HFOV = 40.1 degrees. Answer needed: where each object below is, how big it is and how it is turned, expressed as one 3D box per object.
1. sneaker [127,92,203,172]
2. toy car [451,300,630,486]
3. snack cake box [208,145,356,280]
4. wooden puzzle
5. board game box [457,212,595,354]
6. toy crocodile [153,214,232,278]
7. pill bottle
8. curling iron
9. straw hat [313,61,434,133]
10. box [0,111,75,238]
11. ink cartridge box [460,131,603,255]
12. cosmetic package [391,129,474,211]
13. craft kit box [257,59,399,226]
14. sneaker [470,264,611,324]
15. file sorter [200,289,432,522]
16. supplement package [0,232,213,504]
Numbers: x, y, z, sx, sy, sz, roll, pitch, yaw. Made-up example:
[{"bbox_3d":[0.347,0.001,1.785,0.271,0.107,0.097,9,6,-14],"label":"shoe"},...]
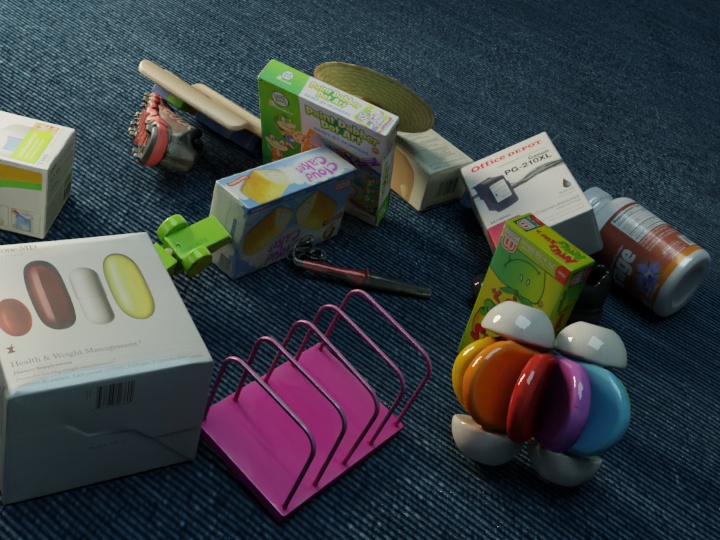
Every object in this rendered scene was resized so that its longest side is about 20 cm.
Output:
[{"bbox_3d":[-0.277,-0.194,1.414,0.097,0.071,0.201,20,20,-26],"label":"sneaker"},{"bbox_3d":[0.197,0.135,1.046,0.198,0.177,0.150,16,1,-2],"label":"toy car"},{"bbox_3d":[-0.104,-0.078,1.287,0.067,0.116,0.199,37,41,26],"label":"snack cake box"},{"bbox_3d":[-0.220,-0.234,1.463,0.184,0.047,0.200,32,9,12],"label":"wooden puzzle"},{"bbox_3d":[0.191,0.046,1.166,0.047,0.202,0.101,-20,48,-40],"label":"board game box"},{"bbox_3d":[-0.236,-0.006,1.158,0.068,0.062,0.199,45,52,12],"label":"toy crocodile"},{"bbox_3d":[0.395,-0.033,1.434,0.111,0.113,0.200,-18,47,-39],"label":"pill bottle"},{"bbox_3d":[0.000,0.000,1.294,0.198,0.026,0.050,18,61,-5],"label":"curling iron"},{"bbox_3d":[0.008,-0.206,1.402,0.199,0.201,0.086,22,80,4],"label":"straw hat"},{"bbox_3d":[-0.469,-0.131,1.220,0.198,0.102,0.113,14,35,-4],"label":"box"},{"bbox_3d":[0.241,-0.091,1.420,0.143,0.085,0.201,-23,40,5],"label":"ink cartridge box"},{"bbox_3d":[0.068,-0.183,1.535,0.104,0.072,0.200,-18,48,-38],"label":"cosmetic package"},{"bbox_3d":[-0.047,-0.173,1.369,0.198,0.198,0.049,26,56,15],"label":"craft kit box"},{"bbox_3d":[0.244,0.016,1.325,0.197,0.091,0.076,3,39,-17],"label":"sneaker"},{"bbox_3d":[-0.043,0.125,1.011,0.139,0.126,0.199,43,41,18],"label":"file sorter"},{"bbox_3d":[-0.274,0.086,0.969,0.189,0.148,0.200,-8,43,-31],"label":"supplement package"}]
